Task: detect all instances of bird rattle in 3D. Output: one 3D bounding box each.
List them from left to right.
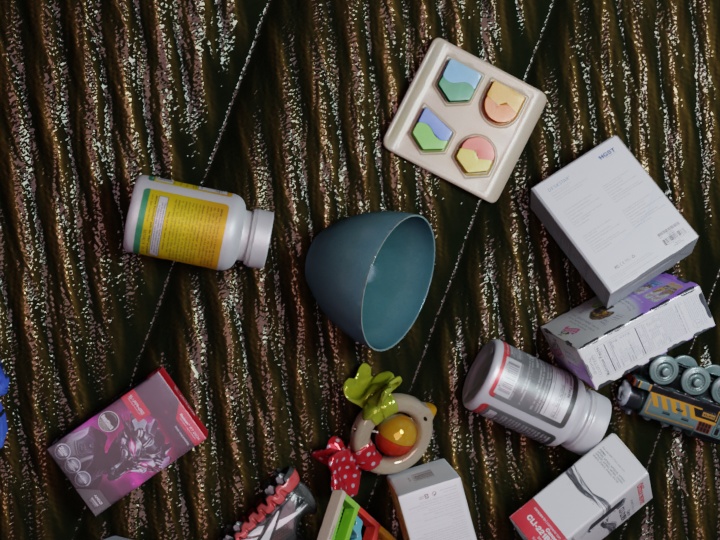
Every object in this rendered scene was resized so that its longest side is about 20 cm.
[{"bbox_3d":[0.031,0.248,1.651,0.163,0.113,0.200,14,95,-24],"label":"bird rattle"}]

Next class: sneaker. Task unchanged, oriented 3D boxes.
[{"bbox_3d":[-0.141,0.389,1.647,0.098,0.071,0.200,43,87,-7],"label":"sneaker"}]

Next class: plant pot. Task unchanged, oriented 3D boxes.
[{"bbox_3d":[0.000,0.000,1.599,0.135,0.200,0.200,18,91,27],"label":"plant pot"}]

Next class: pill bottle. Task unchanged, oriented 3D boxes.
[{"bbox_3d":[-0.229,-0.063,1.589,0.200,0.113,0.113,11,92,-8],"label":"pill bottle"},{"bbox_3d":[0.263,0.193,1.666,0.200,0.114,0.114,26,90,-8],"label":"pill bottle"}]

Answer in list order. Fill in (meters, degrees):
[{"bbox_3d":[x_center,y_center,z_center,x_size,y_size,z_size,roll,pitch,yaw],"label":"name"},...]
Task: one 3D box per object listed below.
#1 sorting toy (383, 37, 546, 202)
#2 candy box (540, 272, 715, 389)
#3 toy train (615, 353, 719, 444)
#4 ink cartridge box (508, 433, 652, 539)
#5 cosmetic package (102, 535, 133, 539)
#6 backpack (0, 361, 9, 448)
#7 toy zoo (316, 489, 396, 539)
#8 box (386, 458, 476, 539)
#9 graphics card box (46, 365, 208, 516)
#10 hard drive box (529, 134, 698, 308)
[{"bbox_3d":[0.158,-0.224,1.666,0.200,0.036,0.185,27,90,-8],"label":"sorting toy"},{"bbox_3d":[0.389,0.082,1.646,0.200,0.168,0.072,-28,102,-4],"label":"candy box"},{"bbox_3d":[0.493,0.191,1.715,0.200,0.085,0.114,18,101,-8],"label":"toy train"},{"bbox_3d":[0.333,0.351,1.661,0.200,0.144,0.084,-39,60,-4],"label":"ink cartridge box"},{"bbox_3d":[-0.341,0.495,1.610,0.102,0.074,0.200,5,92,26],"label":"cosmetic package"},{"bbox_3d":[-0.567,0.178,1.536,0.168,0.163,0.200,-31,96,-8],"label":"backpack"},{"bbox_3d":[0.001,0.427,1.628,0.200,0.020,0.131,49,47,-38],"label":"toy zoo"},{"bbox_3d":[0.116,0.399,1.655,0.097,0.124,0.200,-16,95,-6],"label":"box"},{"bbox_3d":[-0.338,0.248,1.625,0.200,0.051,0.126,-34,97,-3],"label":"graphics card box"},{"bbox_3d":[0.370,-0.073,1.642,0.156,0.077,0.200,-32,70,-4],"label":"hard drive box"}]
